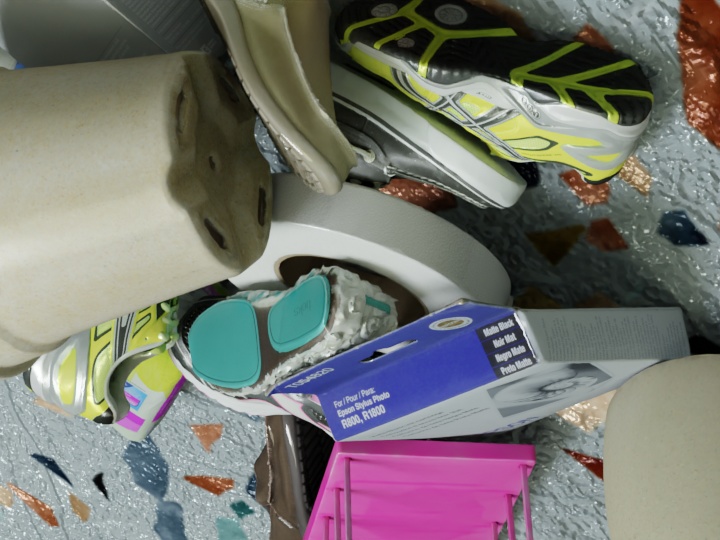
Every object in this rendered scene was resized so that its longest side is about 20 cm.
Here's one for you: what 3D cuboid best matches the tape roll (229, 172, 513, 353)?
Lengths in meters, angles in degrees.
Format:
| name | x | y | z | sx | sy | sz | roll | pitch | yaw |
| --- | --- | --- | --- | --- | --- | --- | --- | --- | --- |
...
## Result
| name | x | y | z | sx | sy | sz | roll | pitch | yaw |
| --- | --- | --- | --- | --- | --- | --- | --- | --- | --- |
| tape roll | 0.000 | 0.000 | 1.358 | 0.201 | 0.037 | 0.203 | 16 | 160 | 6 |

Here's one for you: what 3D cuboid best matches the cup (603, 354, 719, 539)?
| name | x | y | z | sx | sy | sz | roll | pitch | yaw |
| --- | --- | --- | --- | --- | --- | --- | --- | --- | --- |
| cup | 0.236 | 0.168 | 1.302 | 0.198 | 0.144 | 0.201 | 13 | 145 | 10 |

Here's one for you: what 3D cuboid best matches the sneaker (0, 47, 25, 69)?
| name | x | y | z | sx | sy | sz | roll | pitch | yaw |
| --- | --- | --- | --- | --- | --- | --- | --- | --- | --- |
| sneaker | -0.218 | -0.047 | 1.431 | 0.110 | 0.202 | 0.077 | 14 | 177 | 17 |

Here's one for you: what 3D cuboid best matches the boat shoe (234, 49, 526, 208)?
| name | x | y | z | sx | sy | sz | roll | pitch | yaw |
| --- | --- | --- | --- | --- | --- | --- | --- | --- | --- |
| boat shoe | 0.009 | -0.083 | 1.299 | 0.199 | 0.071 | 0.064 | 32 | 103 | 15 |

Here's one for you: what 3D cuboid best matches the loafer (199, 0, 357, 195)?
| name | x | y | z | sx | sy | sz | roll | pitch | yaw |
| --- | --- | --- | --- | --- | --- | --- | --- | --- | --- |
| loafer | -0.045 | -0.136 | 1.237 | 0.201 | 0.068 | 0.076 | 62 | 180 | 24 |

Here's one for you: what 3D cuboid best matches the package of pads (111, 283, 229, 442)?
| name | x | y | z | sx | sy | sz | roll | pitch | yaw |
| --- | --- | --- | --- | --- | --- | --- | --- | --- | --- |
| package of pads | -0.205 | 0.018 | 1.549 | 0.199 | 0.068 | 0.155 | 36 | 139 | -1 |

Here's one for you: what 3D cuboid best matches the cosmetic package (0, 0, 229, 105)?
| name | x | y | z | sx | sy | sz | roll | pitch | yaw |
| --- | --- | --- | --- | --- | --- | --- | --- | --- | --- |
| cosmetic package | -0.179 | -0.180 | 1.337 | 0.200 | 0.090 | 0.107 | 44 | 139 | -5 |

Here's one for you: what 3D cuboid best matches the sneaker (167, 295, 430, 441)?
| name | x | y | z | sx | sy | sz | roll | pitch | yaw |
| --- | --- | --- | --- | --- | --- | --- | --- | --- | --- |
| sneaker | -0.034 | 0.068 | 1.456 | 0.198 | 0.081 | 0.086 | 21 | 163 | -4 |

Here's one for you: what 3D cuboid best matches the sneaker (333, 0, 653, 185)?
| name | x | y | z | sx | sy | sz | roll | pitch | yaw |
| --- | --- | --- | --- | --- | --- | --- | --- | --- | --- |
| sneaker | 0.072 | -0.105 | 1.245 | 0.199 | 0.076 | 0.077 | 24 | 137 | 16 |

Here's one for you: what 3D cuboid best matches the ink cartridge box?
| name | x | y | z | sx | sy | sz | roll | pitch | yaw |
| --- | --- | --- | --- | --- | --- | --- | --- | --- | --- |
| ink cartridge box | 0.074 | 0.067 | 1.330 | 0.199 | 0.199 | 0.041 | -26 | 68 | 46 |

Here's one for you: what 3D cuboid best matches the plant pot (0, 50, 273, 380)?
| name | x | y | z | sx | sy | sz | roll | pitch | yaw |
| --- | --- | --- | --- | --- | --- | --- | --- | --- | --- |
| plant pot | -0.159 | -0.048 | 1.262 | 0.182 | 0.201 | 0.202 | -11 | 122 | 22 |

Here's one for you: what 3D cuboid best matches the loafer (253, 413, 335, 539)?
| name | x | y | z | sx | sy | sz | roll | pitch | yaw |
| --- | --- | --- | --- | --- | --- | --- | --- | --- | --- |
| loafer | -0.054 | 0.155 | 1.570 | 0.070 | 0.073 | 0.201 | 15 | 134 | 22 |

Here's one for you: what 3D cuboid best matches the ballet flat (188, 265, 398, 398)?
| name | x | y | z | sx | sy | sz | roll | pitch | yaw |
| --- | --- | --- | --- | --- | --- | --- | --- | --- | --- |
| ballet flat | -0.041 | 0.044 | 1.364 | 0.072 | 0.072 | 0.199 | 49 | 150 | -15 |

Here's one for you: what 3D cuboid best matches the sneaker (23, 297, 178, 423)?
| name | x | y | z | sx | sy | sz | roll | pitch | yaw |
| --- | --- | --- | --- | --- | --- | --- | --- | --- | --- |
| sneaker | -0.148 | 0.013 | 1.432 | 0.076 | 0.075 | 0.201 | 33 | 98 | 12 |

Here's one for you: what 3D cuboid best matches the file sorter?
| name | x | y | z | sx | sy | sz | roll | pitch | yaw |
| --- | --- | --- | --- | --- | --- | --- | --- | --- | --- |
| file sorter | 0.037 | 0.220 | 1.470 | 0.138 | 0.126 | 0.201 | 3 | 148 | -9 |
